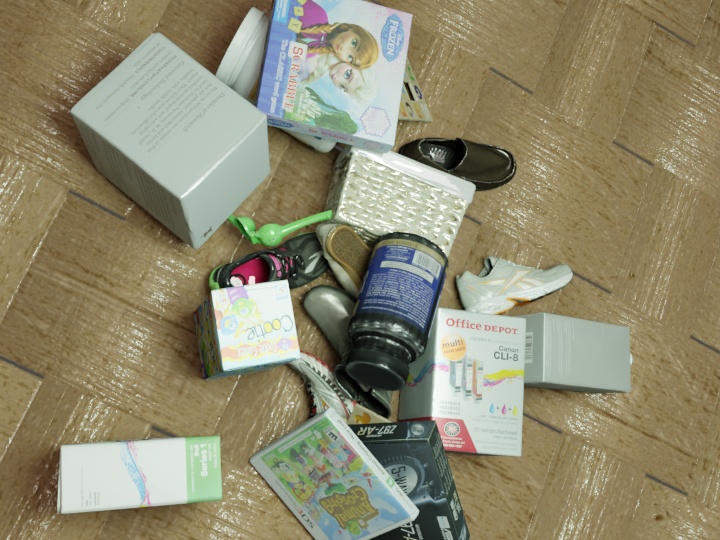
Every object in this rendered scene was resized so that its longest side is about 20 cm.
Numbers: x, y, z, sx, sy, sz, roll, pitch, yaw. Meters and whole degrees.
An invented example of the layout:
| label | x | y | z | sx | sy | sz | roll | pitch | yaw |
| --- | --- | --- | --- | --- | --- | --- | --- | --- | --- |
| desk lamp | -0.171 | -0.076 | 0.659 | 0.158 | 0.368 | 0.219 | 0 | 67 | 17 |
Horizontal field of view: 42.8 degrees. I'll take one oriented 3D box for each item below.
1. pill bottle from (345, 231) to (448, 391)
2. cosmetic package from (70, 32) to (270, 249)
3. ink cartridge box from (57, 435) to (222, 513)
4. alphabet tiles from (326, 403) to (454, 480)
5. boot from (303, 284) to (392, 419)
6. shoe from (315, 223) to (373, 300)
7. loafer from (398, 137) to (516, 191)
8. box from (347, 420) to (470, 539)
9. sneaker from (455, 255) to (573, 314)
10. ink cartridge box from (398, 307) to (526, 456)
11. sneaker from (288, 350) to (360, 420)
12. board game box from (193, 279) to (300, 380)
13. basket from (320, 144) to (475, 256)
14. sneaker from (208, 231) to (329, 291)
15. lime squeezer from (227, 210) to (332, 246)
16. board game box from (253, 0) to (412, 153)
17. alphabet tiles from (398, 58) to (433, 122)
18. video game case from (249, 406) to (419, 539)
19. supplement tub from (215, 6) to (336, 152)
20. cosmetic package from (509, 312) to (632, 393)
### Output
| label | x | y | z | sx | sy | sz | roll | pitch | yaw |
| --- | --- | --- | --- | --- | --- | --- | --- | --- | --- |
| pill bottle | 0.047 | 0.057 | 1.264 | 0.111 | 0.112 | 0.201 | 25 | 62 | -11 |
| cosmetic package | -0.251 | -0.173 | 1.252 | 0.200 | 0.168 | 0.167 | 38 | 71 | 11 |
| ink cartridge box | -0.289 | 0.263 | 1.197 | 0.198 | 0.145 | 0.085 | -1 | 80 | -16 |
| alphabet tiles | 0.024 | 0.274 | 1.283 | 0.199 | 0.167 | 0.006 | 27 | 33 | 4 |
| boot | -0.014 | 0.114 | 1.310 | 0.200 | 0.131 | 0.068 | 46 | 114 | -5 |
| shoe | 0.000 | 0.000 | 1.355 | 0.070 | 0.053 | 0.200 | -52 | 129 | -20 |
| loafer | 0.162 | -0.171 | 1.449 | 0.198 | 0.071 | 0.074 | 1 | 80 | -16 |
| box | 0.050 | 0.302 | 1.257 | 0.044 | 0.159 | 0.201 | -55 | 133 | -56 |
| sneaker | 0.241 | 0.011 | 1.442 | 0.199 | 0.076 | 0.093 | -18 | 81 | -20 |
| ink cartridge box | 0.147 | 0.166 | 1.346 | 0.144 | 0.145 | 0.202 | 7 | 77 | -15 |
| sneaker | -0.045 | 0.198 | 1.319 | 0.082 | 0.078 | 0.200 | -38 | 86 | -7 |
| board game box | -0.158 | 0.084 | 1.240 | 0.104 | 0.200 | 0.104 | -8 | 83 | -18 |
| basket | 0.049 | -0.092 | 1.369 | 0.199 | 0.136 | 0.124 | 20 | 77 | -11 |
| sneaker | -0.118 | -0.001 | 1.325 | 0.199 | 0.084 | 0.077 | -24 | 97 | -20 |
| lime squeezer | -0.145 | -0.071 | 1.307 | 0.198 | 0.038 | 0.071 | 9 | 72 | 18 |
| board game box | -0.037 | -0.283 | 1.273 | 0.198 | 0.041 | 0.202 | 11 | 78 | -14 |
| alphabet tiles | 0.043 | -0.306 | 1.399 | 0.008 | 0.200 | 0.168 | -23 | 87 | 26 |
| video game case | -0.041 | 0.291 | 1.246 | 0.182 | 0.200 | 0.022 | 50 | 43 | -3 |
| supplement tub | -0.100 | -0.281 | 1.352 | 0.199 | 0.145 | 0.145 | 29 | 73 | -10 |
| cosmetic package | 0.321 | 0.130 | 1.409 | 0.199 | 0.090 | 0.108 | 13 | 75 | -36 |
